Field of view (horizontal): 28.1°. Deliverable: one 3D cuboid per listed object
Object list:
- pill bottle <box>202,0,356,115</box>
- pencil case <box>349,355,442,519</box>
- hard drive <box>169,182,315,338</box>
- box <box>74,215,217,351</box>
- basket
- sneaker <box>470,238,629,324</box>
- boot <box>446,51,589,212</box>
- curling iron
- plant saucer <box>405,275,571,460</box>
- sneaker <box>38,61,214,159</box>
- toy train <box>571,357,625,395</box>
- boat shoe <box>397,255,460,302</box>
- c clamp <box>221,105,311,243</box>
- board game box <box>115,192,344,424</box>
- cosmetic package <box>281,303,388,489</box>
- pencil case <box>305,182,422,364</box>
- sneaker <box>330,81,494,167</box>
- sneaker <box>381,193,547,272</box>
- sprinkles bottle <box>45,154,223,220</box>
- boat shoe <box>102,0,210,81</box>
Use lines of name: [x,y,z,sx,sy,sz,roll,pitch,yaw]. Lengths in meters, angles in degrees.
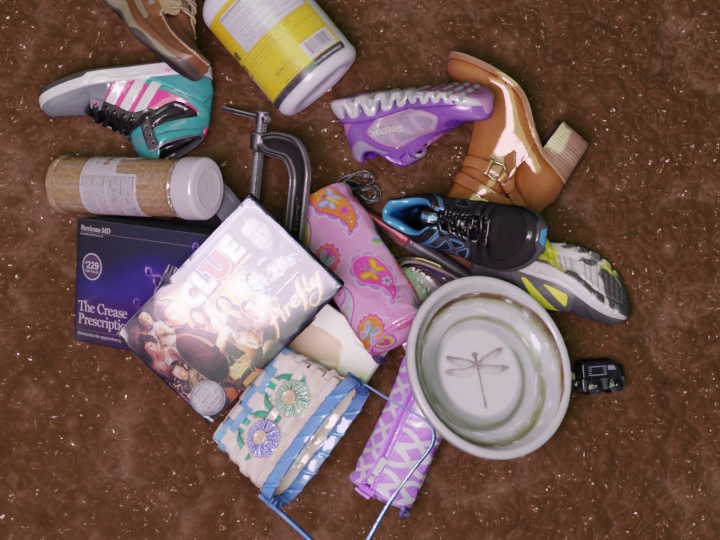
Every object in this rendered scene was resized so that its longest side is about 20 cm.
pill bottle: [-0.106,-0.282,1.622,0.112,0.112,0.200,-40,88,-2]
pencil case: [0.055,0.170,1.617,0.084,0.085,0.201,20,84,35]
hard drive: [-0.150,0.012,1.600,0.135,0.042,0.200,-43,73,27]
box: [-0.214,0.018,1.572,0.199,0.079,0.142,7,96,32]
basket: [-0.043,0.188,1.517,0.200,0.139,0.177,33,86,10]
sneaker: [0.215,0.012,1.640,0.199,0.085,0.075,28,43,-15]
boot: [0.142,-0.140,1.646,0.200,0.077,0.155,39,92,-6]
curling iron: [0.055,-0.046,1.655,0.200,0.026,0.050,39,92,1]
plant saucer: [0.131,0.108,1.549,0.199,0.050,0.201,8,69,-22]
sneaker: [-0.260,-0.164,1.635,0.199,0.084,0.121,-8,78,-2]
toy train: [0.207,0.122,1.620,0.199,0.034,0.046,-3,85,-20]
boat shoe: [0.119,0.050,1.635,0.200,0.060,0.072,35,86,1]
c clamp: [-0.105,-0.082,1.622,0.027,0.171,0.201,-2,98,-39]
board game box: [-0.133,0.039,1.473,0.135,0.035,0.200,43,95,-5]
cosmetic package: [-0.062,0.140,1.625,0.105,0.071,0.200,32,88,0]
pencil case: [0.000,0.000,1.590,0.087,0.087,0.200,-33,70,-2]
sneaker: [0.062,-0.161,1.614,0.199,0.080,0.089,-2,101,33]
sneaker: [0.110,-0.043,1.555,0.199,0.082,0.074,8,88,43]
sprinkles bottle: [-0.250,-0.092,1.583,0.199,0.068,0.069,3,87,27]
boat shoe: [-0.221,-0.285,1.598,0.074,0.076,0.200,-46,53,4]
